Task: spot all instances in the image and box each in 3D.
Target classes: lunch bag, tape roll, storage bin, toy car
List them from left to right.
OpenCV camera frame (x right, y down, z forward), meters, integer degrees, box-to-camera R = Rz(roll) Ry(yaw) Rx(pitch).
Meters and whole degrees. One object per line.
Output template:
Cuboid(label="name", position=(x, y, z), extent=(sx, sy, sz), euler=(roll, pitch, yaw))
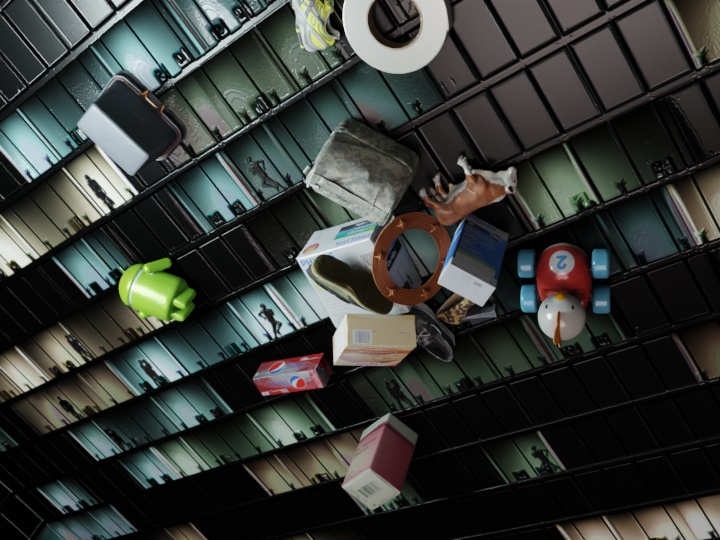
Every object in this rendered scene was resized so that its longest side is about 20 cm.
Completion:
Cuboid(label="storage bin", position=(-0.496, -0.312, 1.653), extent=(0.200, 0.135, 0.145), euler=(44, 127, -15))
Cuboid(label="lunch bag", position=(-0.002, -0.189, 1.541), extent=(0.199, 0.168, 0.140), euler=(29, 129, -2))
Cuboid(label="tape roll", position=(0.067, -0.462, 1.404), extent=(0.202, 0.037, 0.204), euler=(10, 127, 14))
Cuboid(label="toy car", position=(0.409, 0.063, 1.555), extent=(0.183, 0.200, 0.178), euler=(0, 124, 19))

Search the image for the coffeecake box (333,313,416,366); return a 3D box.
Cuboid(label="coffeecake box", position=(0.027, 0.158, 1.717), extent=(0.153, 0.073, 0.200), euler=(2, 161, -10))

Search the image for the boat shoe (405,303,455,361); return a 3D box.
Cuboid(label="boat shoe", position=(0.148, 0.141, 1.764), extent=(0.072, 0.068, 0.200), euler=(-28, 124, 28))

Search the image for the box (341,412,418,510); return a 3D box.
Cuboid(label="box", position=(0.053, 0.496, 1.996), extent=(0.109, 0.200, 0.128), euler=(39, 128, -10))

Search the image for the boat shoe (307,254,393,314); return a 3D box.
Cuboid(label="boat shoe", position=(-0.022, 0.032, 1.619), extent=(0.200, 0.072, 0.066), euler=(30, 157, -19))

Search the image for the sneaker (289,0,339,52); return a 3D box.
Cuboid(label="sneaker", position=(-0.089, -0.505, 1.414), extent=(0.076, 0.076, 0.201), euler=(-3, 134, 13))

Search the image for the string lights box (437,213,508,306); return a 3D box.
Cuboid(label="string lights box", position=(0.232, -0.027, 1.553), extent=(0.102, 0.200, 0.059), euler=(28, 128, -1))

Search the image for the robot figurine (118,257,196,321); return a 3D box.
Cuboid(label="robot figurine", position=(-0.519, 0.055, 1.938), extent=(0.199, 0.116, 0.176), euler=(20, 128, 5))

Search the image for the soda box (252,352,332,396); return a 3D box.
Cuboid(label="soda box", position=(-0.177, 0.273, 2.001), extent=(0.199, 0.070, 0.064), euler=(-11, 119, 27))

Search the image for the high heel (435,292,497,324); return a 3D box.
Cuboid(label="high heel", position=(0.211, 0.040, 1.693), extent=(0.142, 0.072, 0.201), euler=(-8, 126, 23))

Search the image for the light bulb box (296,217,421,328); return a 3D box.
Cuboid(label="light bulb box", position=(0.000, 0.000, 1.705), extent=(0.197, 0.125, 0.201), euler=(-14, 117, 28))

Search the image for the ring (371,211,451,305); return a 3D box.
Cuboid(label="ring", position=(0.114, -0.024, 1.623), extent=(0.201, 0.200, 0.019), euler=(60, 163, -24))

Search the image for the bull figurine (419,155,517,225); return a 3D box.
Cuboid(label="bull figurine", position=(0.218, -0.165, 1.548), extent=(0.200, 0.065, 0.121), euler=(-34, 104, 33))
